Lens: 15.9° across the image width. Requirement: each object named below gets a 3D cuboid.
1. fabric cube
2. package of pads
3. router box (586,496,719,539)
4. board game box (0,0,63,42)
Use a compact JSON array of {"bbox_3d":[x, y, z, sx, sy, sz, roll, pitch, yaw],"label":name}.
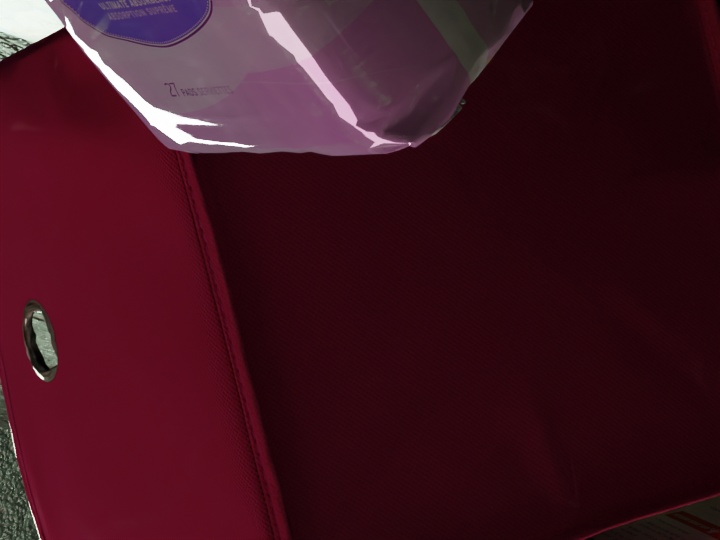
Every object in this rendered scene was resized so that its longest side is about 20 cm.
[{"bbox_3d":[0.000,0.000,0.854,0.199,0.197,0.199,-13,-179,-26],"label":"fabric cube"},{"bbox_3d":[-0.055,-0.117,0.645,0.120,0.076,0.200,0,133,55],"label":"package of pads"},{"bbox_3d":[0.081,0.113,0.934,0.179,0.049,0.200,-11,-173,-13],"label":"router box"},{"bbox_3d":[-0.137,-0.134,0.957,0.198,0.044,0.200,18,169,-16],"label":"board game box"}]
